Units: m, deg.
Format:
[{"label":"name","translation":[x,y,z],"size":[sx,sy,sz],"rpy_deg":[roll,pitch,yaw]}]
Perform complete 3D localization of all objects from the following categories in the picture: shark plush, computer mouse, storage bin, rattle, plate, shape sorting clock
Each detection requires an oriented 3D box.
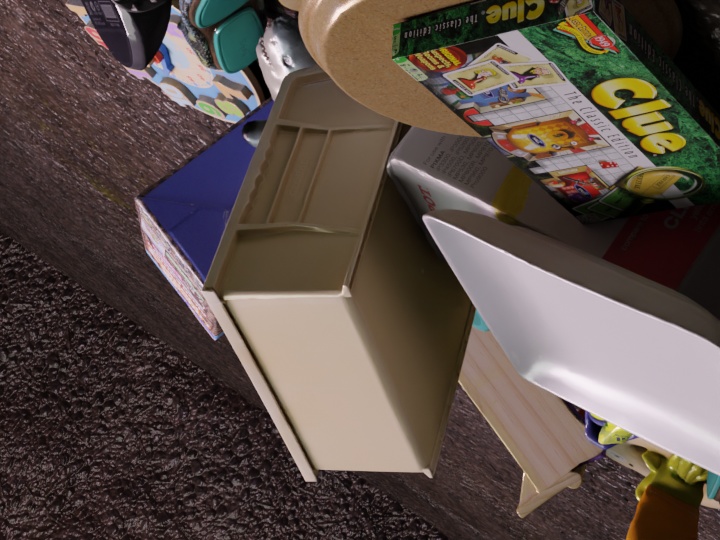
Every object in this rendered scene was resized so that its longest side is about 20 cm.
[{"label":"shark plush","translation":[0.004,-0.093,1.122],"size":[0.200,0.091,0.083],"rpy_deg":[43,137,-6]},{"label":"computer mouse","translation":[-0.171,-0.232,1.075],"size":[0.138,0.053,0.201],"rpy_deg":[24,140,59]},{"label":"storage bin","translation":[0.000,0.000,1.054],"size":[0.093,0.200,0.201],"rpy_deg":[-1,140,22]},{"label":"rattle","translation":[0.230,0.193,1.389],"size":[0.130,0.144,0.199],"rpy_deg":[22,171,-34]},{"label":"plate","translation":[0.146,0.043,0.905],"size":[0.199,0.032,0.200],"rpy_deg":[27,164,36]},{"label":"shape sorting clock","translation":[-0.162,-0.182,1.309],"size":[0.199,0.039,0.200],"rpy_deg":[35,168,8]}]

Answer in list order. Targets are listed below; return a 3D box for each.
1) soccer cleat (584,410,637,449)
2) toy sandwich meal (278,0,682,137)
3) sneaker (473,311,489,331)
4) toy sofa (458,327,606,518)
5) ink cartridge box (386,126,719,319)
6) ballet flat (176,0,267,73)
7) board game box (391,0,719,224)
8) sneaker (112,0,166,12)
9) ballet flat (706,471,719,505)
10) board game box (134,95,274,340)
[{"label":"soccer cleat","translation":[0.209,0.094,1.188],"size":[0.065,0.084,0.200],"rpy_deg":[36,168,5]},{"label":"toy sandwich meal","translation":[0.056,-0.132,0.782],"size":[0.203,0.071,0.205],"rpy_deg":[4,159,2]},{"label":"sneaker","translation":[0.056,-0.007,1.254],"size":[0.077,0.080,0.200],"rpy_deg":[26,165,40]},{"label":"toy sofa","translation":[0.124,0.102,1.393],"size":[0.200,0.097,0.083],"rpy_deg":[53,-170,2]},{"label":"ink cartridge box","translation":[0.131,-0.025,0.965],"size":[0.199,0.084,0.145],"rpy_deg":[29,165,29]},{"label":"ballet flat","translation":[-0.098,-0.188,1.054],"size":[0.074,0.074,0.200],"rpy_deg":[36,165,4]},{"label":"board game box","translation":[0.110,-0.076,0.783],"size":[0.104,0.024,0.200],"rpy_deg":[-12,152,32]},{"label":"sneaker","translation":[-0.157,-0.249,0.938],"size":[0.091,0.066,0.201],"rpy_deg":[51,160,35]},{"label":"ballet flat","translation":[0.283,0.117,1.135],"size":[0.073,0.073,0.200],"rpy_deg":[32,161,22]},{"label":"board game box","translation":[-0.080,-0.044,1.259],"size":[0.097,0.159,0.200],"rpy_deg":[52,170,5]}]
